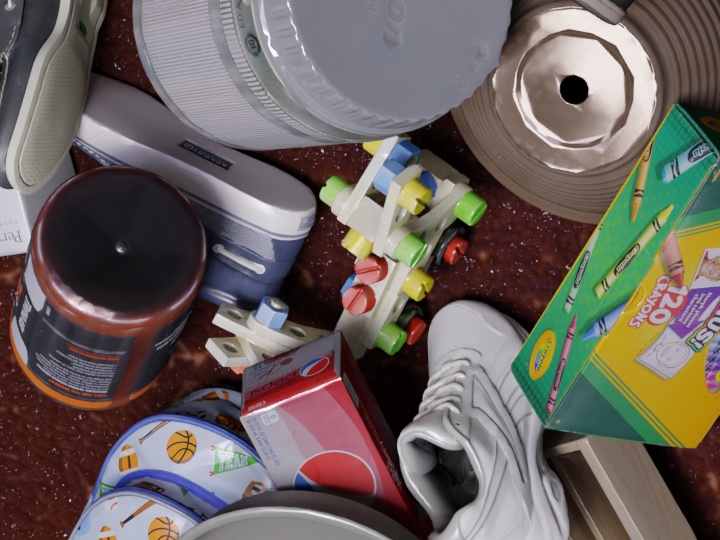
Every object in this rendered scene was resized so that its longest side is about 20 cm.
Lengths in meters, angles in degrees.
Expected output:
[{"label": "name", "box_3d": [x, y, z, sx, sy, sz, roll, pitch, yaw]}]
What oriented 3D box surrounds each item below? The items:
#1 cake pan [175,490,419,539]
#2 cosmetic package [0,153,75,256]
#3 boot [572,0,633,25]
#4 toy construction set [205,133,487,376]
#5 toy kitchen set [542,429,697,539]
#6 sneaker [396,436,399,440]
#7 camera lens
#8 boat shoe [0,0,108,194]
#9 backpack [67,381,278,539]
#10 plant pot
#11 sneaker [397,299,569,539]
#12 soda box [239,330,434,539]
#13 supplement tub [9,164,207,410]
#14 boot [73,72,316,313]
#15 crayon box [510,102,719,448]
[{"label": "cake pan", "box_3d": [-0.027, 0.208, 1.446, 0.199, 0.037, 0.201, 8, 125, 11]}, {"label": "cosmetic package", "box_3d": [-0.261, -0.108, 1.569, 0.112, 0.081, 0.201, -10, 102, 23]}, {"label": "boot", "box_3d": [0.138, -0.245, 1.350, 0.151, 0.200, 0.073, -42, 135, 21]}, {"label": "toy construction set", "box_3d": [0.000, 0.000, 1.485, 0.092, 0.131, 0.200, 49, 119, 12]}, {"label": "toy kitchen set", "box_3d": [0.094, 0.224, 1.504, 0.163, 0.200, 0.181, -22, 100, 54]}, {"label": "sneaker", "box_3d": [0.021, 0.205, 1.575, 0.070, 0.080, 0.201, 15, 110, 16]}, {"label": "camera lens", "box_3d": [-0.027, -0.151, 1.395, 0.200, 0.160, 0.160, 1, 113, 61]}, {"label": "boat shoe", "box_3d": [-0.202, -0.132, 1.496, 0.067, 0.201, 0.072, 0, 149, 13]}, {"label": "backpack", "box_3d": [-0.101, 0.178, 1.576, 0.200, 0.154, 0.191, 27, 106, 11]}, {"label": "plant pot", "box_3d": [0.135, -0.116, 1.423, 0.200, 0.093, 0.202, 5, 109, 17]}, {"label": "sneaker", "box_3d": [0.064, 0.092, 1.467, 0.099, 0.200, 0.078, 23, 130, -36]}, {"label": "soda box", "box_3d": [-0.001, 0.141, 1.474, 0.070, 0.063, 0.200, -23, 113, 10]}, {"label": "supplement tub", "box_3d": [-0.160, 0.021, 1.510, 0.107, 0.107, 0.200, 38, 153, 4]}, {"label": "boot", "box_3d": [-0.129, -0.046, 1.549, 0.200, 0.073, 0.091, 30, 119, 13]}, {"label": "crayon box", "box_3d": [0.188, 0.007, 1.423, 0.200, 0.118, 0.058, -60, 38, 27]}]
